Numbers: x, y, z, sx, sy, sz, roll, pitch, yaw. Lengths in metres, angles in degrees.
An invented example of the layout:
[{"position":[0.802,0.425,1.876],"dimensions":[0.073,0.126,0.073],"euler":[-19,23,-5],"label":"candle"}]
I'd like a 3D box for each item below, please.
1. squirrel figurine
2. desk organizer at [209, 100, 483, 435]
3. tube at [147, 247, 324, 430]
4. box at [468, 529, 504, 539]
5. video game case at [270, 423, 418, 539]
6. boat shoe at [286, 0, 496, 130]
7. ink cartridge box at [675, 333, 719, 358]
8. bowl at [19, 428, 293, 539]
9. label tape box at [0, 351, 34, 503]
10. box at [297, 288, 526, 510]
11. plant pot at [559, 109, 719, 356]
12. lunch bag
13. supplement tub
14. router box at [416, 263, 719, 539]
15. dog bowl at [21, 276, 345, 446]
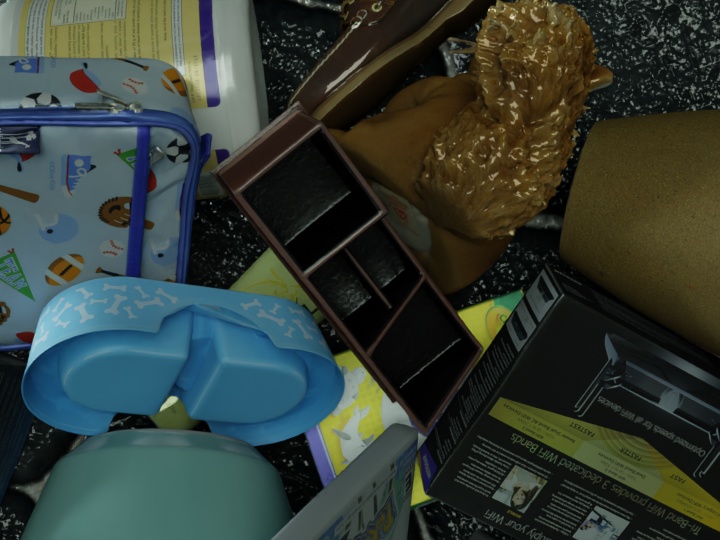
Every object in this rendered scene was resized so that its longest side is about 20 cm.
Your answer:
[{"position":[0.094,-0.099,0.815],"dimensions":[0.187,0.200,0.142],"euler":[-45,102,-18],"label":"squirrel figurine"},{"position":[0.000,0.000,0.782],"dimensions":[0.072,0.077,0.200],"euler":[-39,109,-3],"label":"desk organizer"},{"position":[-0.072,0.032,0.877],"dimensions":[0.200,0.058,0.052],"euler":[-42,42,-9],"label":"tube"},{"position":[0.077,0.280,0.783],"dimensions":[0.105,0.184,0.200],"euler":[31,86,1],"label":"box"},{"position":[-0.016,0.209,0.758],"dimensions":[0.022,0.200,0.183],"euler":[12,109,20],"label":"video game case"},{"position":[0.021,-0.172,0.888],"dimensions":[0.200,0.070,0.070],"euler":[-41,81,-11],"label":"boat shoe"},{"position":[0.249,-0.003,0.886],"dimensions":[0.095,0.037,0.200],"euler":[-30,83,-3],"label":"ink cartridge box"},{"position":[-0.124,0.163,0.801],"dimensions":[0.200,0.201,0.105],"euler":[0,69,0],"label":"bowl"},{"position":[-0.269,0.116,0.791],"dimensions":[0.063,0.200,0.144],"euler":[20,84,2],"label":"label tape box"},{"position":[0.060,0.091,0.870],"dimensions":[0.200,0.048,0.118],"euler":[-20,85,-3],"label":"box"},{"position":[0.234,-0.028,0.795],"dimensions":[0.200,0.186,0.187],"euler":[16,84,15],"label":"plant pot"},{"position":[-0.171,-0.038,0.758],"dimensions":[0.160,0.200,0.076],"euler":[0,46,-16],"label":"lunch bag"},{"position":[-0.165,-0.113,0.842],"dimensions":[0.200,0.145,0.146],"euler":[-6,84,-1],"label":"supplement tub"},{"position":[0.161,0.111,0.811],"dimensions":[0.200,0.052,0.157],"euler":[28,107,-15],"label":"router box"},{"position":[-0.108,0.056,0.787],"dimensions":[0.200,0.112,0.050],"euler":[9,47,-24],"label":"dog bowl"}]
